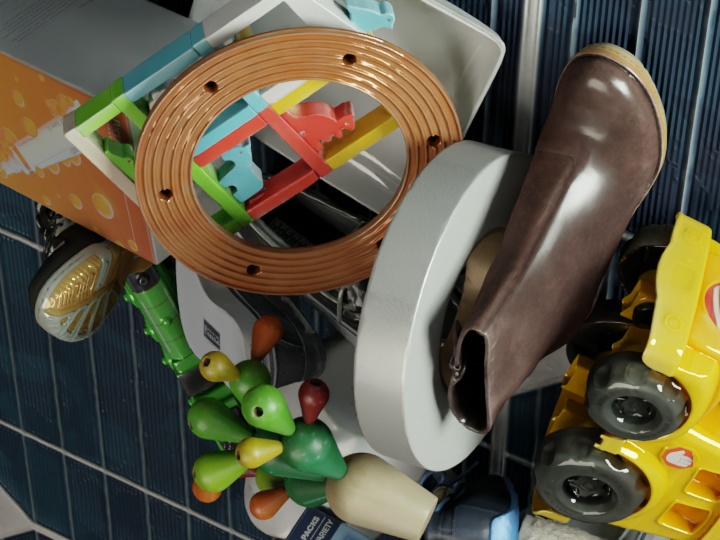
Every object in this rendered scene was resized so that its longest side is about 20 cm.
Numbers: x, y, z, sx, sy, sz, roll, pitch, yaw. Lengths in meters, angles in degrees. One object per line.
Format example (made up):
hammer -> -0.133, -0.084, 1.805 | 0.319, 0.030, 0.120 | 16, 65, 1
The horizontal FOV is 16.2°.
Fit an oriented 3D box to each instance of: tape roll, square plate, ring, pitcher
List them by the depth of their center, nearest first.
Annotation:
ring -> -0.037, -0.066, 1.520 | 0.200, 0.019, 0.201 | -5, 131, -5
tape roll -> 0.058, 0.020, 1.525 | 0.037, 0.203, 0.203 | 15, 138, 24
square plate -> -0.015, -0.133, 1.566 | 0.198, 0.028, 0.200 | 32, 143, 7
pitcher -> 0.014, 0.129, 1.764 | 0.171, 0.121, 0.200 | 12, 150, -5

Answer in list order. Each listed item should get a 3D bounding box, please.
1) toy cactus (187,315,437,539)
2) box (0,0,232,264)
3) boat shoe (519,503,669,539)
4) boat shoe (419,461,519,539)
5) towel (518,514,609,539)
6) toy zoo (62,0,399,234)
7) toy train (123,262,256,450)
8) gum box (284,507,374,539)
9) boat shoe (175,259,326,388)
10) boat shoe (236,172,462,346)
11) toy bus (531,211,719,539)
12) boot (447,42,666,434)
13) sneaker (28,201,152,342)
toy cactus -> -0.029, 0.115, 1.586 | 0.165, 0.102, 0.200 | 25, 152, 7
box -> -0.178, -0.110, 1.637 | 0.200, 0.097, 0.125 | 26, 140, 33
boat shoe -> 0.143, 0.184, 1.717 | 0.067, 0.074, 0.200 | 11, 150, -22
boat shoe -> 0.066, 0.163, 1.676 | 0.068, 0.084, 0.200 | 4, 168, 0
towel -> 0.170, 0.230, 1.688 | 0.132, 0.035, 0.200 | 14, 149, 13
toy zoo -> -0.061, -0.100, 1.513 | 0.200, 0.020, 0.131 | -32, 128, 17
toy train -> -0.127, 0.057, 1.833 | 0.200, 0.042, 0.056 | 61, 180, -28
gum box -> 0.057, 0.250, 1.727 | 0.200, 0.045, 0.170 | 25, 163, 29
boat shoe -> -0.076, 0.029, 1.722 | 0.200, 0.068, 0.072 | -138, 46, -63
boat shoe -> 0.002, -0.002, 1.655 | 0.199, 0.074, 0.068 | 37, 159, 17
toy bus -> 0.218, 0.087, 1.534 | 0.192, 0.136, 0.200 | 23, 140, -2
boot -> 0.111, -0.016, 1.467 | 0.072, 0.166, 0.200 | 23, 139, 17
sneaker -> -0.189, -0.020, 1.688 | 0.088, 0.200, 0.076 | 28, 118, 5
